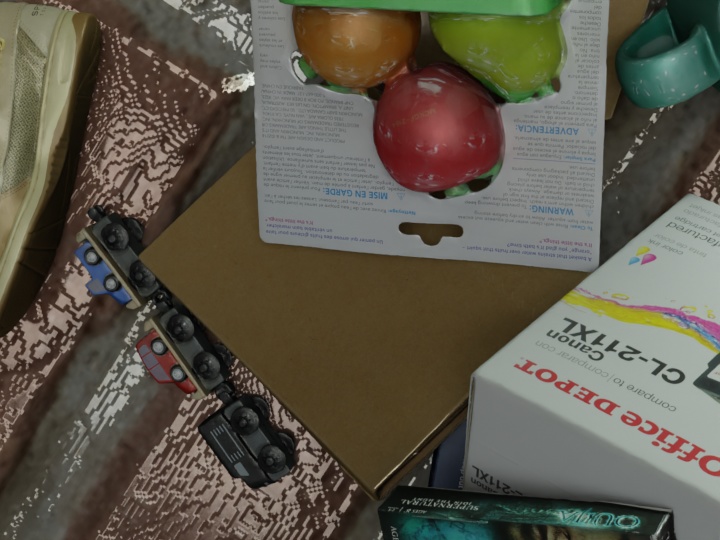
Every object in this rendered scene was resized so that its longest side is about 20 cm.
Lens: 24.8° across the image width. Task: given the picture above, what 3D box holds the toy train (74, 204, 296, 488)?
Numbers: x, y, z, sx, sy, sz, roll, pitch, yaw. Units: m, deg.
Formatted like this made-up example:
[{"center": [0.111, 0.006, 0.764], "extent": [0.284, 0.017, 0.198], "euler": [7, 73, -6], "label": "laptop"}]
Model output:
[{"center": [-0.110, 0.048, 0.993], "extent": [0.046, 0.034, 0.200], "euler": [-34, 92, 18], "label": "toy train"}]

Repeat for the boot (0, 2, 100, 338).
[{"center": [-0.250, -0.071, 0.972], "extent": [0.155, 0.073, 0.200], "euler": [14, 93, 2], "label": "boot"}]

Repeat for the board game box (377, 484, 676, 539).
[{"center": [0.089, 0.196, 0.760], "extent": [0.135, 0.028, 0.200], "euler": [0, 113, 29], "label": "board game box"}]

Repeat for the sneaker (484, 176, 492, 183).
[{"center": [0.033, -0.050, 0.948], "extent": [0.201, 0.067, 0.108], "euler": [-40, 91, 17], "label": "sneaker"}]

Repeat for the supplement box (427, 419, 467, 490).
[{"center": [0.133, 0.165, 0.932], "extent": [0.199, 0.134, 0.200], "euler": [9, 95, 3], "label": "supplement box"}]

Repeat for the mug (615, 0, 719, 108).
[{"center": [0.232, -0.160, 0.898], "extent": [0.185, 0.114, 0.152], "euler": [5, 106, -13], "label": "mug"}]

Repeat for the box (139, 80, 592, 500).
[{"center": [0.000, 0.000, 0.883], "extent": [0.163, 0.021, 0.200], "euler": [-44, 63, -8], "label": "box"}]

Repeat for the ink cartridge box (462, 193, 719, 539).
[{"center": [0.166, 0.062, 0.802], "extent": [0.146, 0.200, 0.083], "euler": [27, 134, 30], "label": "ink cartridge box"}]

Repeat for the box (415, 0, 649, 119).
[{"center": [0.092, -0.200, 0.911], "extent": [0.163, 0.021, 0.200], "euler": [15, 104, -6], "label": "box"}]

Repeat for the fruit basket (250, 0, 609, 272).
[{"center": [0.035, -0.103, 0.826], "extent": [0.185, 0.094, 0.200], "euler": [5, 116, 16], "label": "fruit basket"}]
